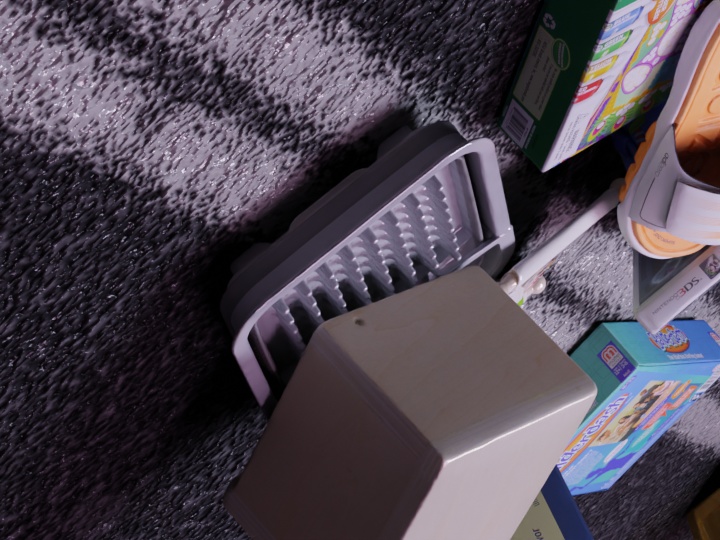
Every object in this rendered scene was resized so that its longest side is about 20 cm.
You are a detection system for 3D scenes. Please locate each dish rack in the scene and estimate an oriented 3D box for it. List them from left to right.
[{"bbox_3d":[0.000,0.000,1.416,0.171,0.044,0.200,-38,161,-7],"label":"dish rack"}]

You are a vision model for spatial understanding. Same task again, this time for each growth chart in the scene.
[{"bbox_3d":[0.086,0.013,1.573,0.145,0.018,0.200,-40,175,-25],"label":"growth chart"}]

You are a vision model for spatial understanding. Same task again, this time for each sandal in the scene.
[{"bbox_3d":[0.196,-0.066,1.455,0.079,0.059,0.207,-17,143,-23],"label":"sandal"}]

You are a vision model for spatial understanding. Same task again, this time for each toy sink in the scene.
[{"bbox_3d":[0.014,0.112,1.454,0.130,0.112,0.200,-21,147,-43],"label":"toy sink"}]

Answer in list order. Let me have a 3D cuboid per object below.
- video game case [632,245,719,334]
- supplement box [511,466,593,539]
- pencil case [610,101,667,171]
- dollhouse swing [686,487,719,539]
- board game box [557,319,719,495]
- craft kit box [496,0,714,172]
[{"bbox_3d":[0.238,-0.054,1.626,0.182,0.023,0.200,-41,-171,16],"label":"video game case"},{"bbox_3d":[0.056,0.237,1.809,0.199,0.135,0.200,-23,158,-9],"label":"supplement box"},{"bbox_3d":[0.234,-0.113,1.561,0.200,0.087,0.078,-41,-157,0],"label":"pencil case"},{"bbox_3d":[0.428,0.240,2.492,0.181,0.176,0.200,-28,167,-32],"label":"dollhouse swing"},{"bbox_3d":[0.179,0.103,1.971,0.152,0.045,0.200,-47,160,19],"label":"board game box"},{"bbox_3d":[0.177,-0.162,1.405,0.197,0.049,0.200,-33,160,-29],"label":"craft kit box"}]
